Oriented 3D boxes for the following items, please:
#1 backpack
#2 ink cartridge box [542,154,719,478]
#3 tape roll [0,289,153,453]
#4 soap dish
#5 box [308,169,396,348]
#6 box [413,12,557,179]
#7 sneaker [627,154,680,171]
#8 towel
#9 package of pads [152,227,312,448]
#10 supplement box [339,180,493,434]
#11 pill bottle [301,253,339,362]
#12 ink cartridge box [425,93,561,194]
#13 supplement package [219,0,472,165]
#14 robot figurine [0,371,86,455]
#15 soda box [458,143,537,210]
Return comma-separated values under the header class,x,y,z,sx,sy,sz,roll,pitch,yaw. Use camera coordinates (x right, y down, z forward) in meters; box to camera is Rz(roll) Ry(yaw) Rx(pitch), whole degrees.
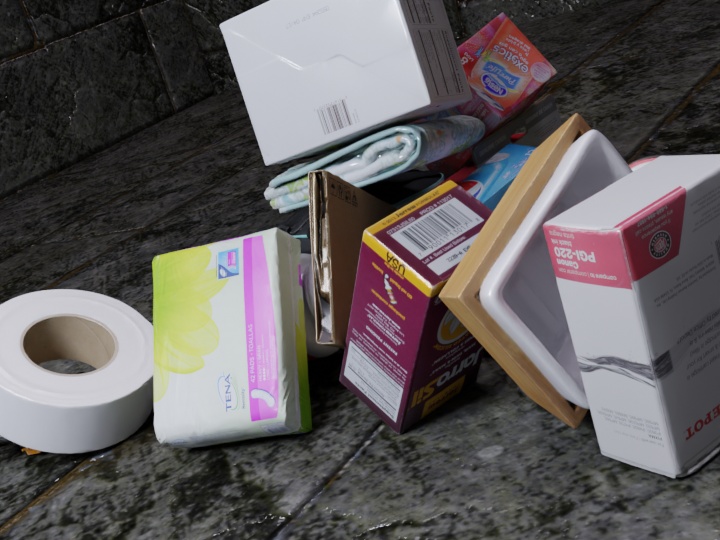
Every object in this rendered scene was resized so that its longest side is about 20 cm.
class,x,y,z,sx,sy,sz,roll,pitch,yaw
backpack,0.021,-0.035,1.343,0.200,0.154,0.176,-36,17,-29
ink cartridge box,0.234,0.031,0.850,0.145,0.201,0.085,-28,19,-29
tape roll,-0.323,0.106,1.242,0.202,0.071,0.203,10,35,-7
soap dish,0.162,0.000,0.912,0.081,0.157,0.200,-7,42,55
box,0.000,0.000,1.118,0.021,0.164,0.200,-7,-10,20
box,0.130,-0.195,1.320,0.103,0.095,0.200,-40,-4,-21
sneaker,0.254,-0.046,1.114,0.199,0.074,0.087,-16,45,10
towel,0.015,-0.119,1.207,0.199,0.048,0.171,-16,6,31
package of pads,-0.133,0.070,1.126,0.154,0.201,0.068,-12,-19,22
supplement box,0.057,0.036,1.004,0.110,0.200,0.086,-31,57,-32
pill bottle,-0.084,0.049,1.218,0.199,0.114,0.114,-20,14,32
ink cartridge box,0.171,-0.091,1.326,0.084,0.176,0.200,-3,22,40
supplement package,-0.014,-0.212,1.149,0.199,0.156,0.111,-17,3,30
robot figurine,-0.394,0.167,1.316,0.200,0.058,0.145,-2,24,44
soda box,0.120,-0.050,1.175,0.200,0.068,0.064,-39,30,-23
